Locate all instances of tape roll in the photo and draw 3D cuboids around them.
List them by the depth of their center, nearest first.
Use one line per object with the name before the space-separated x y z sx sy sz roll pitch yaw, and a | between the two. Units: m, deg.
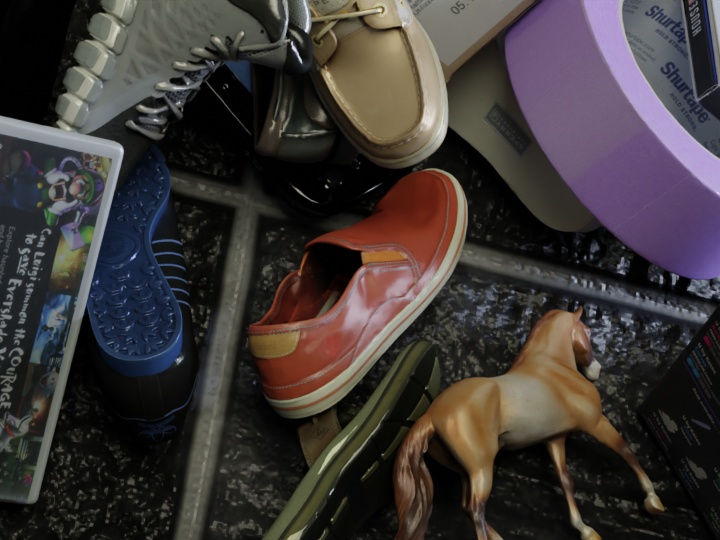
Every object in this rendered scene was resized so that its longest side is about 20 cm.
tape roll | 0.177 -0.095 1.597 0.200 0.066 0.200 34 36 -29

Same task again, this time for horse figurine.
horse figurine | 0.086 0.099 1.519 0.200 0.050 0.133 -18 82 -38

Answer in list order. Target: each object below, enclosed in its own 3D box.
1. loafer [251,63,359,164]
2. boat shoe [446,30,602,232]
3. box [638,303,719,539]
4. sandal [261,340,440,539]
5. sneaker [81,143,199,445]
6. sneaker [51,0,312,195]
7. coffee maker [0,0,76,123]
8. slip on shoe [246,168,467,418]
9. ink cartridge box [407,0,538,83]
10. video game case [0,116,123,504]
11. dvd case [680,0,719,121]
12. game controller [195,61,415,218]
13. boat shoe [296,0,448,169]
loafer | -0.047 -0.152 1.580 0.063 0.072 0.200 -5 61 -18
boat shoe | 0.099 -0.104 1.638 0.068 0.072 0.200 -3 43 -51
box | 0.257 0.059 1.514 0.122 0.200 0.106 -22 70 -24
sandal | -0.015 0.106 1.489 0.057 0.080 0.201 22 50 27
sneaker | -0.130 0.009 1.516 0.070 0.078 0.200 -7 42 -4
sneaker | -0.089 -0.108 1.464 0.115 0.075 0.200 23 102 13
coffee maker | -0.205 -0.158 1.500 0.192 0.200 0.135 -10 66 -22
slip on shoe | 0.000 0.000 1.533 0.200 0.074 0.061 -51 124 -40
ink cartridge box | 0.070 -0.228 1.592 0.075 0.200 0.165 35 23 -37
video game case | -0.227 0.013 1.404 0.182 0.023 0.200 12 94 -33
dvd case | 0.250 -0.131 1.644 0.150 0.025 0.200 35 35 -27
game controller | -0.052 -0.120 1.616 0.104 0.042 0.200 -34 76 -27
boat shoe | -0.013 -0.149 1.506 0.074 0.069 0.200 -28 67 10
